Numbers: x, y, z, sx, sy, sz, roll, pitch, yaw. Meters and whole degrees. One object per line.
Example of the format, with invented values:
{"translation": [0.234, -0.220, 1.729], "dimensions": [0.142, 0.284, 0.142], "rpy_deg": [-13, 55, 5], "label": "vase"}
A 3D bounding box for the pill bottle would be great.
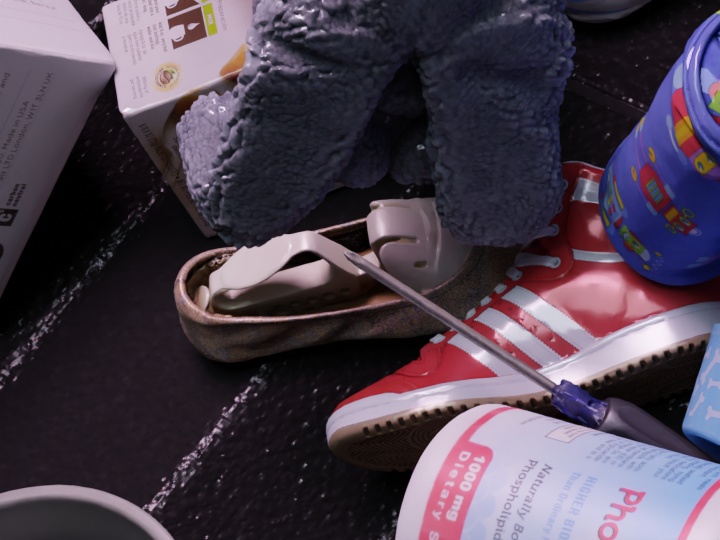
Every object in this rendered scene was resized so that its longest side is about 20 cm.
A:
{"translation": [0.123, 0.130, 1.230], "dimensions": [0.200, 0.109, 0.109], "rpy_deg": [14, 63, 31], "label": "pill bottle"}

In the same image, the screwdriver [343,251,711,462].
{"translation": [0.075, 0.043, 1.284], "dimensions": [0.028, 0.200, 0.029], "rpy_deg": [-52, 10, 20], "label": "screwdriver"}

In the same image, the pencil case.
{"translation": [0.159, -0.055, 1.224], "dimensions": [0.087, 0.200, 0.078], "rpy_deg": [-39, 83, -15], "label": "pencil case"}

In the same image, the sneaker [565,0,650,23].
{"translation": [0.178, -0.203, 1.467], "dimensions": [0.200, 0.073, 0.072], "rpy_deg": [-36, 49, -5], "label": "sneaker"}

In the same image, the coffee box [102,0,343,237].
{"translation": [-0.015, -0.110, 1.458], "dimensions": [0.200, 0.114, 0.080], "rpy_deg": [-21, 52, 10], "label": "coffee box"}

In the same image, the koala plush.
{"translation": [0.007, -0.137, 1.306], "dimensions": [0.177, 0.184, 0.200], "rpy_deg": [2, 41, -12], "label": "koala plush"}

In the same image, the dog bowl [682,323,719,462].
{"translation": [0.223, 0.089, 1.221], "dimensions": [0.200, 0.111, 0.050], "rpy_deg": [27, 84, 35], "label": "dog bowl"}

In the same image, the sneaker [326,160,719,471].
{"translation": [0.072, 0.019, 1.346], "dimensions": [0.200, 0.071, 0.113], "rpy_deg": [-17, 65, 3], "label": "sneaker"}

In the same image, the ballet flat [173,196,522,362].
{"translation": [0.000, 0.000, 1.404], "dimensions": [0.200, 0.067, 0.068], "rpy_deg": [-16, 53, 13], "label": "ballet flat"}

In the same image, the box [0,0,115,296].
{"translation": [-0.264, -0.072, 1.440], "dimensions": [0.131, 0.200, 0.199], "rpy_deg": [52, 124, 39], "label": "box"}

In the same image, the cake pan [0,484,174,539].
{"translation": [-0.161, 0.197, 1.355], "dimensions": [0.200, 0.037, 0.200], "rpy_deg": [-12, 53, 16], "label": "cake pan"}
